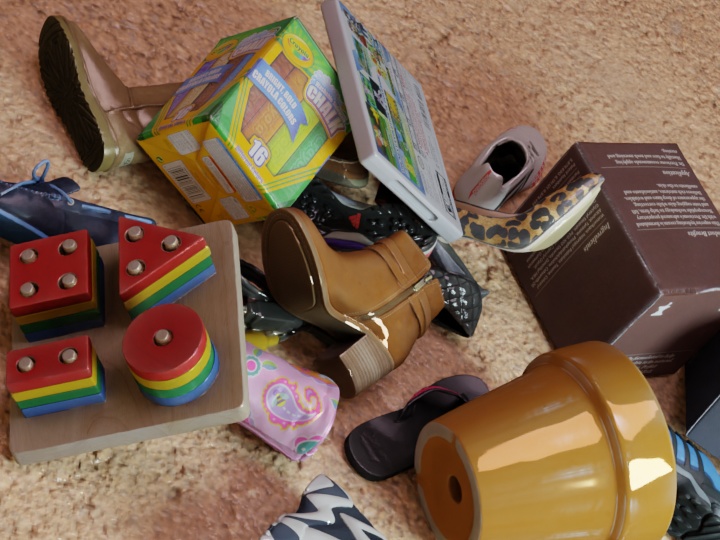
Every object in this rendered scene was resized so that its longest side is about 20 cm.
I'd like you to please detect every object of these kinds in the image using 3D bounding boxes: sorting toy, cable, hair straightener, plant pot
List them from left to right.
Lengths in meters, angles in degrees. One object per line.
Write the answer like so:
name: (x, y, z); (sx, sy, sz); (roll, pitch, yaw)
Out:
sorting toy: (-0.200, 0.041, 1.482); (0.197, 0.070, 0.201); (-12, 50, 5)
cable: (-0.069, 0.047, 1.696); (0.199, 0.050, 0.098); (14, 47, -42)
hair straightener: (0.051, -0.132, 1.885); (0.041, 0.078, 0.200); (11, 23, 9)
plant pot: (0.156, 0.180, 1.635); (0.182, 0.201, 0.201); (-11, 59, -24)

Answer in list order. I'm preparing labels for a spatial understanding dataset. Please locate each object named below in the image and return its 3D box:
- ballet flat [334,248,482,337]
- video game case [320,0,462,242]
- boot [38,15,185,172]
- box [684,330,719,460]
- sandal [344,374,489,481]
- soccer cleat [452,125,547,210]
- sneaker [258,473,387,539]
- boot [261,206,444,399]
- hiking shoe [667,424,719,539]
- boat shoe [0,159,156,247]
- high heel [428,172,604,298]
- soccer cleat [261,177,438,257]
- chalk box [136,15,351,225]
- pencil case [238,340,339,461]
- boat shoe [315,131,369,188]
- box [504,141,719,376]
ballet flat: (0.037, 0.019, 1.774); (0.199, 0.066, 0.057); (13, 63, -24)
video game case: (0.031, -0.147, 1.763); (0.182, 0.022, 0.201); (39, 31, -51)
boot: (-0.206, -0.174, 1.773); (0.199, 0.066, 0.176); (-10, 72, -41)
box: (0.451, 0.147, 1.891); (0.199, 0.124, 0.199); (35, 22, -4)
sandal: (0.067, 0.145, 1.694); (0.199, 0.045, 0.075); (-21, 68, -46)
soccer cleat: (0.167, -0.120, 1.983); (0.069, 0.085, 0.200); (43, 40, 6)
sneaker: (-0.031, 0.265, 1.482); (0.129, 0.080, 0.199); (35, 29, 8)
boot: (0.000, 0.000, 1.671); (0.155, 0.076, 0.201); (-41, 110, -37)
hiking shoe: (0.304, 0.193, 1.822); (0.201, 0.074, 0.087); (54, 31, 5)
boat shoe: (-0.273, -0.052, 1.592); (0.199, 0.084, 0.069); (26, 72, -34)
high heel: (0.141, -0.075, 1.845); (0.143, 0.200, 0.071); (55, 14, 14)
soccer cleat: (-0.023, -0.044, 1.797); (0.198, 0.073, 0.069); (13, 65, -4)
chalk box: (-0.092, -0.154, 1.720); (0.125, 0.123, 0.200); (52, 55, -24)
pencil case: (-0.117, 0.094, 1.574); (0.199, 0.088, 0.088); (28, 41, -13)
boat shoe: (-0.013, -0.137, 1.823); (0.075, 0.074, 0.200); (17, 17, 5)
box: (0.282, -0.011, 1.909); (0.165, 0.164, 0.201); (-1, 54, -39)
